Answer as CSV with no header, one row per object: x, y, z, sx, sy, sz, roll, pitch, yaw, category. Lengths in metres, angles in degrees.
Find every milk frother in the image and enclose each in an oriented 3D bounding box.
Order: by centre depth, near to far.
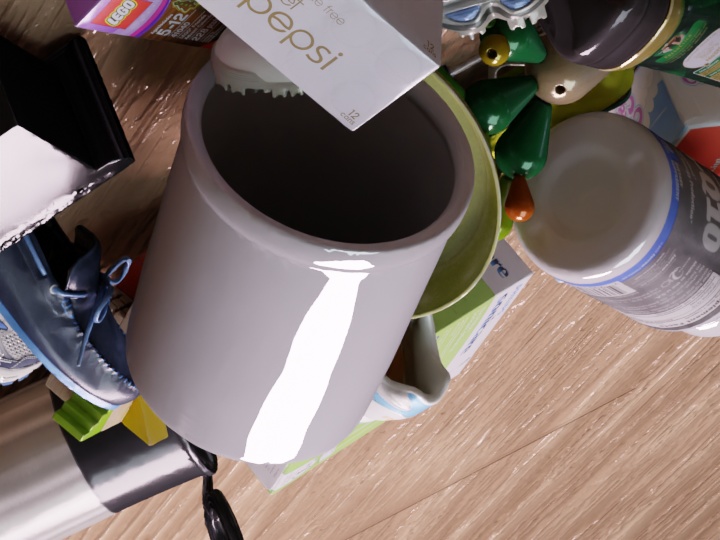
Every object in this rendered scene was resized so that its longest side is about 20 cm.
-0.184,0.172,1.916,0.187,0.201,0.181,-25,159,6,milk frother

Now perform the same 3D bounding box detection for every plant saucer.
0.001,-0.064,1.650,0.200,0.200,0.031,-46,180,41,plant saucer

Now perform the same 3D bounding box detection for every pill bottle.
0.194,-0.024,1.796,0.114,0.114,0.200,-33,150,21,pill bottle

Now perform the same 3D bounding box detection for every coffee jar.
0.190,-0.169,1.666,0.199,0.105,0.085,5,140,-45,coffee jar

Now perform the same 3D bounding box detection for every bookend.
-0.266,-0.072,1.481,0.198,0.092,0.200,-33,153,16,bookend

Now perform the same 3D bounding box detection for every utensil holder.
-0.041,-0.009,1.577,0.169,0.170,0.201,-10,143,-27,utensil holder

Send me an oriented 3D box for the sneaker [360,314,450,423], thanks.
0.000,0.000,1.746,0.076,0.201,0.081,-30,-167,-37,sneaker

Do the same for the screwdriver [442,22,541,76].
0.070,-0.136,1.725,0.199,0.028,0.029,-32,125,11,screwdriver

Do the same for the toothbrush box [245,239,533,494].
0.005,0.049,1.898,0.200,0.086,0.146,-29,163,-35,toothbrush box

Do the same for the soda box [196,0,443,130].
-0.048,-0.165,1.392,0.068,0.064,0.200,-34,123,30,soda box

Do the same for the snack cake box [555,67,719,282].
0.216,-0.075,1.921,0.114,0.067,0.200,-5,150,-30,snack cake box

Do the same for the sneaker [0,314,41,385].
-0.244,0.014,1.696,0.085,0.077,0.200,-40,152,23,sneaker

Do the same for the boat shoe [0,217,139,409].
-0.184,0.003,1.628,0.068,0.084,0.200,-32,123,12,boat shoe

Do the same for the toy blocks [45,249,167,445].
-0.120,0.021,1.776,0.137,0.100,0.200,-58,165,24,toy blocks

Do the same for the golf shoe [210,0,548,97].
0.003,-0.165,1.488,0.199,0.078,0.098,-20,126,2,golf shoe

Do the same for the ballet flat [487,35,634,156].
0.083,-0.105,1.767,0.199,0.067,0.067,-27,134,2,ballet flat

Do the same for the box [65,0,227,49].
-0.054,-0.197,1.475,0.136,0.039,0.200,5,143,-46,box

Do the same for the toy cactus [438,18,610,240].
0.092,-0.111,1.692,0.165,0.102,0.201,-29,123,-23,toy cactus
